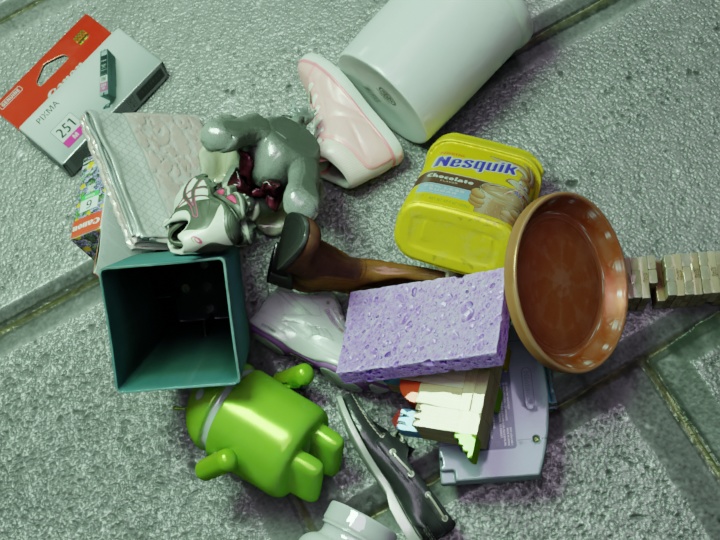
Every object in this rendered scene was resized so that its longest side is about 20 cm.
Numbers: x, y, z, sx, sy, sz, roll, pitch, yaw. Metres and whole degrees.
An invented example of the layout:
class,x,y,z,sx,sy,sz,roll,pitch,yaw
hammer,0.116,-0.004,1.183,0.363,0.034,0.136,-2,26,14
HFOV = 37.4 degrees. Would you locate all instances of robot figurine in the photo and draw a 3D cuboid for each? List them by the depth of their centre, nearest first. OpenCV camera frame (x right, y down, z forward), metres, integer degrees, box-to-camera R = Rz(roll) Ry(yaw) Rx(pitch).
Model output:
class,x,y,z,sx,sy,sz,roll,pitch,yaw
robot figurine,-0.117,0.184,1.238,0.199,0.116,0.176,29,52,17

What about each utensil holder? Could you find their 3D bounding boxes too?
class,x,y,z,sx,sy,sz,roll,pitch,yaw
utensil holder,0.094,-0.288,1.365,0.170,0.170,0.200,39,80,18

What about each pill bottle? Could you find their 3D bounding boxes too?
class,x,y,z,sx,sy,sz,roll,pitch,yaw
pill bottle,-0.040,0.362,1.164,0.112,0.113,0.201,24,73,15

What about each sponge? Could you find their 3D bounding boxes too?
class,x,y,z,sx,sy,sz,roll,pitch,yaw
sponge,0.069,0.063,1.179,0.199,0.030,0.112,-9,50,28

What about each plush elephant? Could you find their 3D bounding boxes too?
class,x,y,z,sx,sy,sz,roll,pitch,yaw
plush elephant,-0.128,-0.112,1.311,0.164,0.155,0.200,35,33,-6

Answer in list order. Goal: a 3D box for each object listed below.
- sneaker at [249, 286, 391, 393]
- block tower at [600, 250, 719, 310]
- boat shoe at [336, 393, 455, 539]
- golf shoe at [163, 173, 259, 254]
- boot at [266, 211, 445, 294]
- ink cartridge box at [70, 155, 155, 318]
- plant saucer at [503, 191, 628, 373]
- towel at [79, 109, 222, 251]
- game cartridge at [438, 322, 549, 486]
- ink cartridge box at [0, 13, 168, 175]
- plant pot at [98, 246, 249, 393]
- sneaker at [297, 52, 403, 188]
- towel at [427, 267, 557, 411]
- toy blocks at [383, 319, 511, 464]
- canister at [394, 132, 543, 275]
class,x,y,z,sx,sy,sz,roll,pitch,yaw
sneaker,-0.035,0.077,1.291,0.199,0.075,0.100,27,71,14
block tower,0.353,0.015,1.280,0.198,0.058,0.054,-3,70,4
boat shoe,0.038,0.223,1.228,0.060,0.074,0.201,-30,72,-5
golf shoe,-0.189,-0.060,1.204,0.088,0.200,0.078,-24,105,-21
boot,0.000,0.000,1.228,0.198,0.188,0.069,12,66,-9
ink cartridge box,-0.304,-0.041,1.317,0.050,0.109,0.201,-18,49,19
plant saucer,0.228,0.014,1.187,0.032,0.200,0.202,-8,61,49
towel,-0.242,-0.117,1.344,0.032,0.190,0.201,-40,67,36
game cartridge,0.151,0.146,1.240,0.132,0.042,0.202,-3,67,2
ink cartridge box,-0.395,-0.257,1.477,0.173,0.044,0.200,38,78,17
plant pot,-0.199,0.040,1.249,0.140,0.200,0.143,-5,102,6
sneaker,-0.043,-0.191,1.392,0.104,0.075,0.201,-36,74,-13
towel,0.150,0.081,1.296,0.145,0.022,0.202,-8,69,3
toy blocks,0.087,0.112,1.204,0.136,0.100,0.202,5,67,22
canister,0.131,-0.079,1.266,0.147,0.087,0.200,15,32,9
